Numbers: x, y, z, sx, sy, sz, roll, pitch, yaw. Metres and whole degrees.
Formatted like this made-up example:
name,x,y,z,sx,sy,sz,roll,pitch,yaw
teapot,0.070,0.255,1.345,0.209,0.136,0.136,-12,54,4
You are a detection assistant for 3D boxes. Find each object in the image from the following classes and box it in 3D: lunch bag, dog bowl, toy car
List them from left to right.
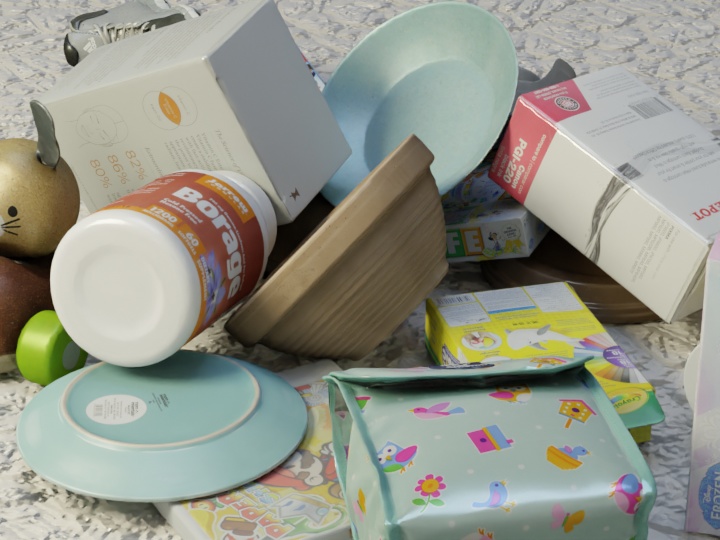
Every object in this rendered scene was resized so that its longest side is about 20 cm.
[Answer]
name,x,y,z,sx,sy,sz,roll,pitch,yaw
toy car,-0.264,-0.037,1.417,0.164,0.200,0.158,13,29,25
dog bowl,0.090,-0.143,1.680,0.200,0.059,0.200,2,-12,0
lunch bag,0.073,0.118,1.176,0.170,0.122,0.200,-5,35,-9

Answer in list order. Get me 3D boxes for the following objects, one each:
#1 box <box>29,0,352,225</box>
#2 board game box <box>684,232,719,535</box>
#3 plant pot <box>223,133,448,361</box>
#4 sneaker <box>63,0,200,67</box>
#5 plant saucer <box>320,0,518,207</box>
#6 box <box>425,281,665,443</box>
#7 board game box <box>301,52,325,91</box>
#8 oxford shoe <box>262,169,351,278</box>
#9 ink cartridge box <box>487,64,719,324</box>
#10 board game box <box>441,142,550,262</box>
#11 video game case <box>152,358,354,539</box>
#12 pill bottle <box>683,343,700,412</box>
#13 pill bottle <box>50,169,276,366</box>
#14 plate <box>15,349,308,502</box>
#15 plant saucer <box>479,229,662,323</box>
name,x,y,z,sx,sy,sz,roll,pitch,yaw
box,-0.136,-0.112,1.535,0.200,0.152,0.106,-10,28,37
board game box,0.306,0.086,1.166,0.199,0.200,0.043,8,30,16
plant pot,0.000,0.000,1.412,0.093,0.201,0.201,44,33,-2
sneaker,-0.215,-0.207,1.789,0.115,0.075,0.200,-16,20,-19
plant saucer,0.048,-0.124,1.549,0.201,0.039,0.201,-18,54,27
box,0.129,0.075,1.362,0.117,0.048,0.200,-7,25,-13
board game box,-0.136,-0.154,1.811,0.200,0.056,0.196,-7,27,-13
oxford shoe,-0.022,-0.050,1.593,0.084,0.073,0.200,12,41,18
ink cartridge box,0.223,-0.063,1.492,0.200,0.085,0.146,40,38,26
board game box,0.105,-0.060,1.593,0.134,0.034,0.200,-4,21,25
video game case,-0.053,0.129,1.281,0.182,0.023,0.200,-14,30,-25
pill bottle,0.311,0.046,1.344,0.112,0.112,0.200,19,32,33
pill bottle,-0.134,-0.011,1.384,0.112,0.112,0.200,8,18,16
plate,-0.135,0.095,1.301,0.200,0.026,0.200,0,26,0
plant saucer,0.197,-0.014,1.560,0.200,0.030,0.200,1,26,0
